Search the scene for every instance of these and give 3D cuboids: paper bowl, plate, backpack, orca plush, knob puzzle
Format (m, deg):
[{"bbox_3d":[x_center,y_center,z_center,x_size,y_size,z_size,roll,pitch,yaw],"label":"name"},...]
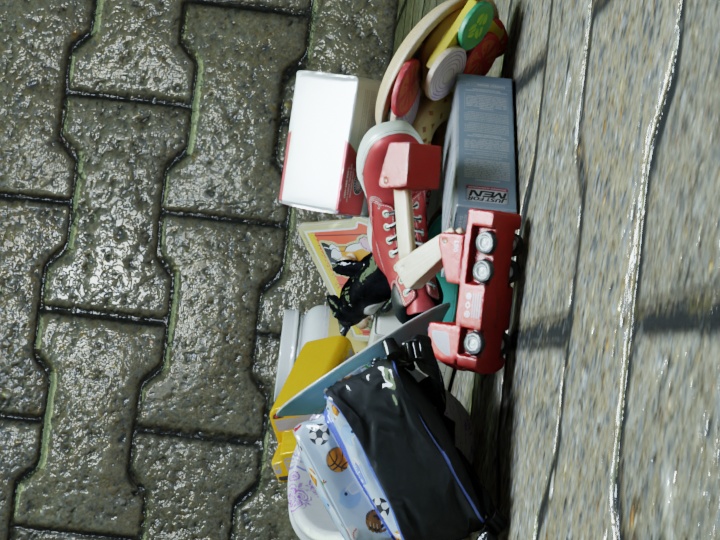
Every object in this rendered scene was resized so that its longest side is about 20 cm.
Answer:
[{"bbox_3d":[0.031,0.204,1.638,0.201,0.104,0.201,-30,41,30],"label":"paper bowl"},{"bbox_3d":[0.008,0.094,1.564,0.026,0.200,0.200,57,170,7],"label":"plate"},{"bbox_3d":[0.032,0.172,1.444,0.190,0.154,0.200,19,-133,-81],"label":"backpack"},{"bbox_3d":[0.000,0.000,1.821,0.200,0.071,0.105,-35,33,59],"label":"orca plush"},{"bbox_3d":[0.031,0.020,1.929,0.030,0.220,0.220,-49,-21,-39],"label":"knob puzzle"}]

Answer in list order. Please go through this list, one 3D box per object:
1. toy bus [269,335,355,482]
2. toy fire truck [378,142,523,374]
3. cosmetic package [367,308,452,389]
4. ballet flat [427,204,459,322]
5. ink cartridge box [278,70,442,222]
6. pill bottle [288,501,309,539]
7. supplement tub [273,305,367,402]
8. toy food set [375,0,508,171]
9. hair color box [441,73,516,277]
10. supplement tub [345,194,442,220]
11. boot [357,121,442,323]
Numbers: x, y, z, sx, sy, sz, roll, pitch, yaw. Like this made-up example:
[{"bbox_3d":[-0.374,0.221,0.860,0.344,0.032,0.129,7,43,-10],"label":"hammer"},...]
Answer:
[{"bbox_3d":[-0.050,0.154,1.802,0.200,0.065,0.078,-65,-39,-62],"label":"toy bus"},{"bbox_3d":[0.077,-0.013,1.476,0.049,0.141,0.200,3,-85,-49],"label":"toy fire truck"},{"bbox_3d":[0.055,0.111,1.912,0.200,0.103,0.087,102,176,-49],"label":"cosmetic package"},{"bbox_3d":[0.106,-0.023,1.751,0.200,0.068,0.072,95,-161,-48],"label":"ballet flat"},{"bbox_3d":[0.009,-0.132,1.759,0.200,0.083,0.147,3,-83,-57],"label":"ink cartridge box"},{"bbox_3d":[-0.018,0.251,1.866,0.200,0.111,0.111,-55,-28,-82],"label":"pill bottle"},{"bbox_3d":[-0.007,0.123,2.112,0.145,0.200,0.146,-174,90,-87],"label":"supplement tub"},{"bbox_3d":[0.085,-0.196,1.680,0.200,0.049,0.198,-56,-24,3],"label":"toy food set"},{"bbox_3d":[0.116,-0.094,1.604,0.099,0.061,0.200,99,177,-45],"label":"hair color box"},{"bbox_3d":[0.055,-0.084,1.964,0.140,0.140,0.200,-87,5,-51],"label":"supplement tub"},{"bbox_3d":[0.048,-0.040,1.621,0.200,0.072,0.144,85,171,-48],"label":"boot"}]
